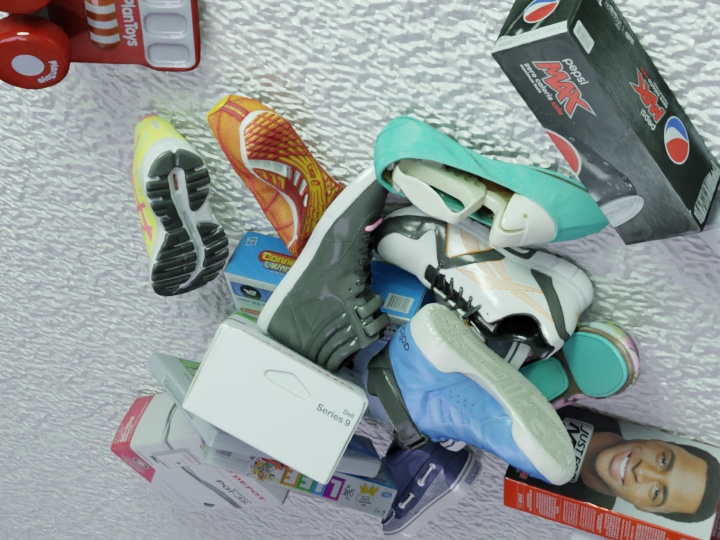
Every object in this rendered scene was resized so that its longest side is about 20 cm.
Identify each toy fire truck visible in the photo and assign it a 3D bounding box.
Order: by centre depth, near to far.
[{"bbox_3d":[-0.204,-0.229,1.048,0.165,0.114,0.201,0,147,-4],"label":"toy fire truck"}]

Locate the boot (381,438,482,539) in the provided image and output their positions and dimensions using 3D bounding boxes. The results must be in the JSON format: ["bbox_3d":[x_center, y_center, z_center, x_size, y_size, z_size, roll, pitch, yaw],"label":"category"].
[{"bbox_3d":[0.054,0.234,1.541,0.090,0.073,0.200,37,139,-4],"label":"boot"}]

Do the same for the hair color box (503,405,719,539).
[{"bbox_3d":[0.244,0.200,1.316,0.197,0.102,0.062,15,146,16],"label":"hair color box"}]

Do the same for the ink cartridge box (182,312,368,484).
[{"bbox_3d":[-0.074,0.109,1.240,0.144,0.085,0.200,28,180,-1],"label":"ink cartridge box"}]

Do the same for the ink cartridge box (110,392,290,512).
[{"bbox_3d":[-0.183,0.215,1.657,0.198,0.083,0.147,-14,130,46],"label":"ink cartridge box"}]

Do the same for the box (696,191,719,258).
[{"bbox_3d":[0.364,-0.021,0.978,0.155,0.042,0.199,40,146,-20],"label":"box"}]

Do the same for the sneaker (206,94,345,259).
[{"bbox_3d":[-0.066,-0.080,1.193,0.077,0.073,0.201,36,161,42],"label":"sneaker"}]

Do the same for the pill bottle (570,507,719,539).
[{"bbox_3d":[0.312,0.279,1.367,0.197,0.115,0.115,16,146,16],"label":"pill bottle"}]

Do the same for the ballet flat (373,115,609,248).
[{"bbox_3d":[0.098,-0.055,1.090,0.198,0.071,0.068,23,147,5],"label":"ballet flat"}]

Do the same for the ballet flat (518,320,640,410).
[{"bbox_3d":[0.202,0.082,1.213,0.070,0.070,0.200,68,154,8],"label":"ballet flat"}]

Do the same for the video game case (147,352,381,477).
[{"bbox_3d":[-0.099,0.146,1.401,0.198,0.022,0.182,16,-167,-34],"label":"video game case"}]

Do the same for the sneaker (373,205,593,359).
[{"bbox_3d":[0.097,0.008,1.174,0.197,0.081,0.074,21,150,12],"label":"sneaker"}]

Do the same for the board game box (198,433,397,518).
[{"bbox_3d":[-0.070,0.186,1.422,0.197,0.035,0.135,20,-168,-16],"label":"board game box"}]

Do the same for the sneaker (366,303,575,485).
[{"bbox_3d":[0.091,0.131,1.213,0.200,0.077,0.111,43,120,-11],"label":"sneaker"}]

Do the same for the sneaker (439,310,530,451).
[{"bbox_3d":[0.096,0.092,1.294,0.078,0.079,0.201,22,136,-3],"label":"sneaker"}]

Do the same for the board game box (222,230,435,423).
[{"bbox_3d":[-0.019,0.063,1.353,0.197,0.056,0.197,14,146,19],"label":"board game box"}]

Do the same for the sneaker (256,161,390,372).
[{"bbox_3d":[0.000,0.000,1.169,0.099,0.071,0.201,38,113,9],"label":"sneaker"}]

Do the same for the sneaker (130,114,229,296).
[{"bbox_3d":[-0.173,-0.061,1.273,0.091,0.077,0.202,57,155,37],"label":"sneaker"}]

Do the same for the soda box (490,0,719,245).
[{"bbox_3d":[0.176,-0.109,0.966,0.070,0.064,0.200,-9,133,43],"label":"soda box"}]
